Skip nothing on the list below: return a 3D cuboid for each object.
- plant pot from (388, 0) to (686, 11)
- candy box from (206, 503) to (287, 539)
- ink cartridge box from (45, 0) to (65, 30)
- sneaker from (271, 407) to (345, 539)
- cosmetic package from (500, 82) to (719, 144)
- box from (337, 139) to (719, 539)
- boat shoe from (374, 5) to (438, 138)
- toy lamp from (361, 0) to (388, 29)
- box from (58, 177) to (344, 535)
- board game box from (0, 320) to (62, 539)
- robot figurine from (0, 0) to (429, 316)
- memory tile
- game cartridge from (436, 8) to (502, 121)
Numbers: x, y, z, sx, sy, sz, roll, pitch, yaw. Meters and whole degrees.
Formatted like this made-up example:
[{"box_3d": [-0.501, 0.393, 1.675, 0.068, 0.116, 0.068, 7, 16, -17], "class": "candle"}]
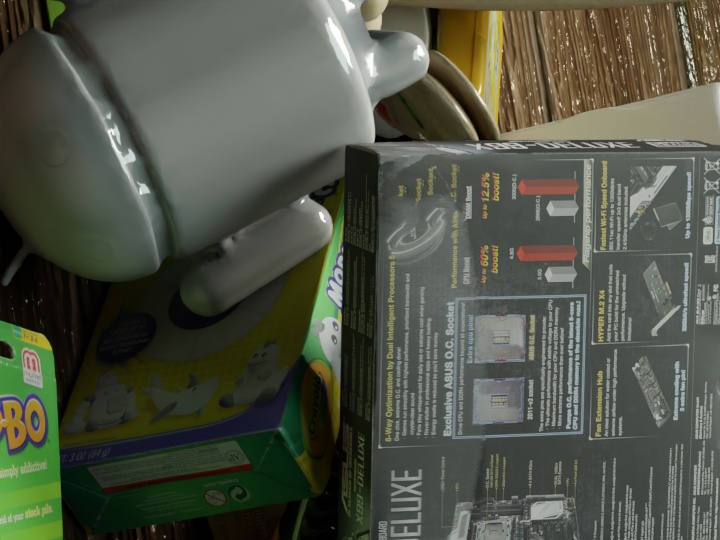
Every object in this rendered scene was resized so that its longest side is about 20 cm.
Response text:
[{"box_3d": [0.057, -0.248, 1.346, 0.200, 0.177, 0.200, 79, -7, -47], "class": "plant pot"}, {"box_3d": [0.040, 0.134, 1.200, 0.055, 0.200, 0.116, -38, 113, -65], "class": "candy box"}, {"box_3d": [-0.066, -0.151, 1.163, 0.148, 0.076, 0.200, -8, 86, -20], "class": "ink cartridge box"}, {"box_3d": [-0.021, 0.127, 1.145, 0.070, 0.090, 0.200, 20, 90, -29], "class": "sneaker"}, {"box_3d": [0.186, 0.002, 1.609, 0.200, 0.167, 0.167, 22, 60, -60], "class": "cosmetic package"}, {"box_3d": [0.072, 0.047, 1.086, 0.050, 0.158, 0.200, -156, -114, -71], "class": "box"}, {"box_3d": [0.017, -0.164, 1.456, 0.069, 0.072, 0.200, 83, 0, -58], "class": "boat shoe"}, {"box_3d": [0.002, -0.128, 1.274, 0.058, 0.058, 0.200, -74, 180, -45], "class": "toy lamp"}, {"box_3d": [-0.055, 0.019, 1.152, 0.048, 0.117, 0.200, 61, 29, -34], "class": "box"}, {"box_3d": [-0.148, 0.114, 1.018, 0.096, 0.030, 0.200, 26, 58, -60], "class": "board game box"}, {"box_3d": [-0.073, -0.068, 1.095, 0.170, 0.200, 0.113, 65, -13, -9], "class": "robot figurine"}, {"box_3d": [0.068, -0.018, 1.205, 0.200, 0.017, 0.153, 55, -9, -15], "class": "memory tile"}, {"box_3d": [0.061, -0.096, 1.475, 0.176, 0.032, 0.200, 83, 8, -60], "class": "game cartridge"}]
